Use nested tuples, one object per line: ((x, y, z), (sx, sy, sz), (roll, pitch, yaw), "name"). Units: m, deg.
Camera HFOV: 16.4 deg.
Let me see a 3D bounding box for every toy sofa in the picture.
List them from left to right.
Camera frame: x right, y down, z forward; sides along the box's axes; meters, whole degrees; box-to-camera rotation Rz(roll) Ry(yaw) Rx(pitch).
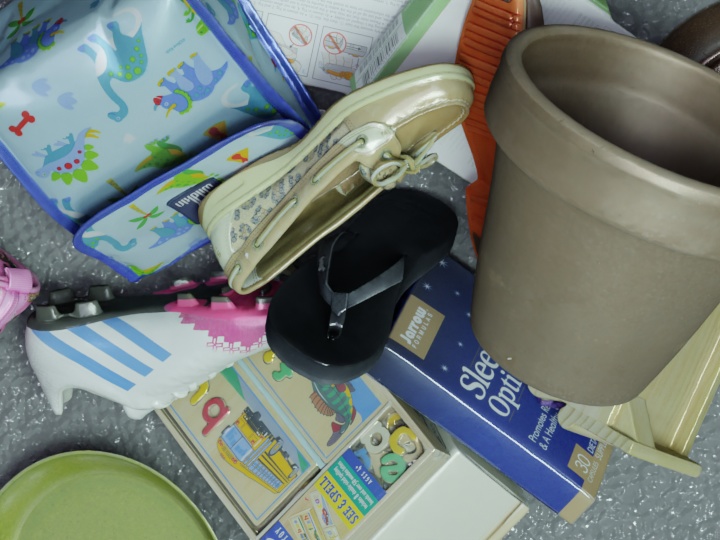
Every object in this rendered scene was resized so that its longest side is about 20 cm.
((0.196, 0.019, 1.563), (0.083, 0.097, 0.201), (20, 95, -47), "toy sofa")

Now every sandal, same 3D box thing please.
((0.000, 0.000, 1.556), (0.076, 0.200, 0.043), (23, 130, 11), "sandal")

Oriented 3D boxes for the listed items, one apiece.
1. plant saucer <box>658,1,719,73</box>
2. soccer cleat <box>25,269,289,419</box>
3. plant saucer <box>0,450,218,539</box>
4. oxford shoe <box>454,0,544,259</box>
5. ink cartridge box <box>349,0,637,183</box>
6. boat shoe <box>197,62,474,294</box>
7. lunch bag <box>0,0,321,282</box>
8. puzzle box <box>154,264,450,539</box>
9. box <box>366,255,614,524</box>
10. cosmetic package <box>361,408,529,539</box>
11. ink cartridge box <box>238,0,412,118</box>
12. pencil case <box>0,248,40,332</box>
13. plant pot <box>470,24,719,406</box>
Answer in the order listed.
((0.267, -0.078, 1.611), (0.199, 0.034, 0.202), (1, 100, 3), "plant saucer")
((-0.118, 0.051, 1.607), (0.199, 0.070, 0.087), (-4, 108, 16), "soccer cleat")
((-0.167, 0.216, 1.657), (0.199, 0.031, 0.201), (3, 98, 22), "plant saucer")
((0.105, -0.093, 1.547), (0.073, 0.071, 0.201), (-15, 117, -25), "oxford shoe")
((0.114, -0.114, 1.587), (0.199, 0.048, 0.146), (32, 112, -19), "ink cartridge box")
((-0.008, -0.057, 1.537), (0.199, 0.073, 0.063), (-33, 63, 22), "boat shoe")
((-0.129, -0.098, 1.573), (0.169, 0.128, 0.200), (-28, 125, 13), "lunch bag")
((-0.049, 0.094, 1.602), (0.133, 0.025, 0.200), (-46, 60, 9), "puzzle box")
((0.078, 0.063, 1.600), (0.200, 0.121, 0.032), (35, 126, -4), "box")
((0.009, 0.183, 1.627), (0.073, 0.104, 0.200), (39, 101, -22), "cosmetic package")
((-0.019, -0.190, 1.603), (0.160, 0.050, 0.201), (13, 119, -1), "ink cartridge box")
((-0.291, 0.065, 1.632), (0.086, 0.083, 0.201), (32, 99, -3), "pencil case")
((0.148, -0.022, 1.458), (0.199, 0.200, 0.175), (21, 117, -2), "plant pot")
